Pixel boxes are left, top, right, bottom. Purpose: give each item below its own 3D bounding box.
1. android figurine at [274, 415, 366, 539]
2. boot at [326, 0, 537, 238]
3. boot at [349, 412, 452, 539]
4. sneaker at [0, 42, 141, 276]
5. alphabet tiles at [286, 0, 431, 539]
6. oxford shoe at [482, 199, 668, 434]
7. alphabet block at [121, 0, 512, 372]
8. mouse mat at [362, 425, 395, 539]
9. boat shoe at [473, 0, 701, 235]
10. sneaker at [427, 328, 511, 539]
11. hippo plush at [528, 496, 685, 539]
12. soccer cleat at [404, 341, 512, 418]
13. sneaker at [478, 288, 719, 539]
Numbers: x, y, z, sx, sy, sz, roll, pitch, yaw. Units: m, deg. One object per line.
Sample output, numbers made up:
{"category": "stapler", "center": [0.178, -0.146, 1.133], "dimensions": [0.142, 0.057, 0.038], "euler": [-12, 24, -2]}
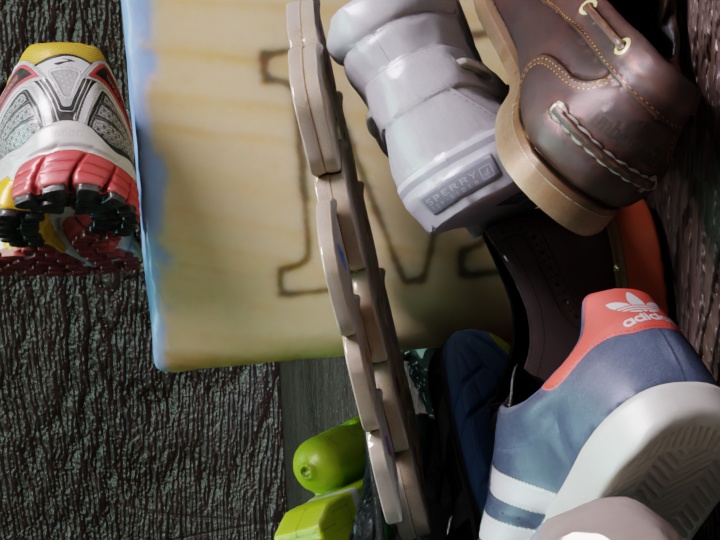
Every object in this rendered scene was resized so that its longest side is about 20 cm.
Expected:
{"category": "android figurine", "center": [0.015, 0.170, 1.223], "dimensions": [0.200, 0.041, 0.182], "euler": [-24, -85, -54]}
{"category": "boot", "center": [0.044, -0.069, 0.900], "dimensions": [0.096, 0.073, 0.200], "euler": [62, -169, 6]}
{"category": "boot", "center": [0.061, 0.189, 1.173], "dimensions": [0.211, 0.079, 0.158], "euler": [55, -146, -27]}
{"category": "sneaker", "center": [-0.130, -0.045, 1.010], "dimensions": [0.200, 0.078, 0.082], "euler": [139, 130, -71]}
{"category": "alphabet tiles", "center": [0.000, 0.000, 0.889], "dimensions": [0.196, 0.015, 0.200], "euler": [-96, -7, -64]}
{"category": "oxford shoe", "center": [0.086, 0.073, 0.904], "dimensions": [0.071, 0.072, 0.200], "euler": [158, 107, -83]}
{"category": "alphabet block", "center": [-0.009, -0.077, 1.081], "dimensions": [0.195, 0.200, 0.197], "euler": [-111, 17, -72]}
{"category": "mouse mat", "center": [0.010, 0.107, 0.947], "dimensions": [0.161, 0.008, 0.200], "euler": [80, -178, -48]}
{"category": "boat shoe", "center": [0.088, -0.084, 0.825], "dimensions": [0.070, 0.070, 0.200], "euler": [-51, 20, 22]}
{"category": "sneaker", "center": [0.052, 0.123, 0.946], "dimensions": [0.083, 0.071, 0.200], "euler": [-17, 78, 41]}
{"category": "hippo plush", "center": [0.098, 0.191, 0.770], "dimensions": [0.161, 0.159, 0.200], "euler": [43, -132, -51]}
{"category": "soccer cleat", "center": [0.067, 0.049, 1.079], "dimensions": [0.200, 0.073, 0.068], "euler": [-133, 18, -77]}
{"category": "sneaker", "center": [0.071, 0.087, 0.846], "dimensions": [0.200, 0.075, 0.085], "euler": [-58, 39, 38]}
